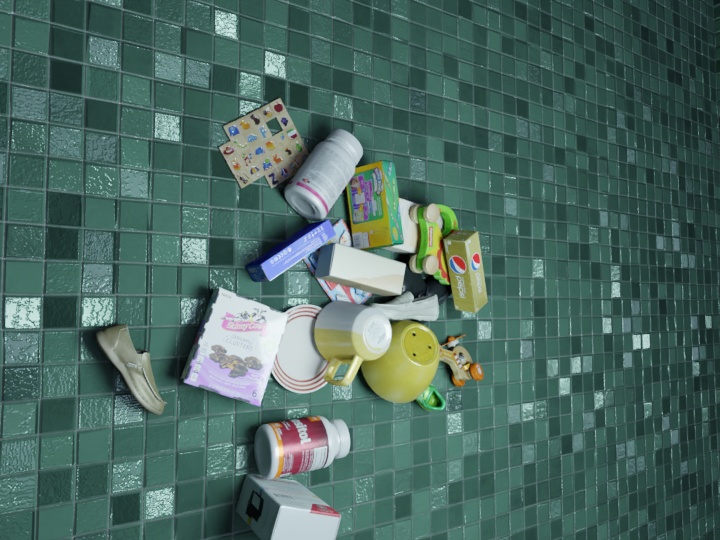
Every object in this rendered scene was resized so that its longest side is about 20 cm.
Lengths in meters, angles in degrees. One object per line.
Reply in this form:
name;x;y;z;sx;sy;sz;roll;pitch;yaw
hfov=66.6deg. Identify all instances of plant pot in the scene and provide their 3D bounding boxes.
plant pot;0.115;0.203;1.328;0.196;0.142;0.204;11;61;-20

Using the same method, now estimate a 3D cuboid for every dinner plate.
dinner plate;-0.130;0.182;1.280;0.197;0.024;0.205;2;86;-32

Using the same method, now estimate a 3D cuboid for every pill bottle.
pill bottle;-0.082;-0.226;1.283;0.113;0.113;0.202;42;67;-23
pill bottle;-0.127;0.387;1.218;0.197;0.112;0.116;0;87;-34

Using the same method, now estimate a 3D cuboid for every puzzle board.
puzzle board;-0.040;-0.002;1.354;0.151;0.017;0.202;-43;110;-27

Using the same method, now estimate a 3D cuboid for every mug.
mug;-0.005;0.163;1.261;0.147;0.152;0.191;-1;87;-37

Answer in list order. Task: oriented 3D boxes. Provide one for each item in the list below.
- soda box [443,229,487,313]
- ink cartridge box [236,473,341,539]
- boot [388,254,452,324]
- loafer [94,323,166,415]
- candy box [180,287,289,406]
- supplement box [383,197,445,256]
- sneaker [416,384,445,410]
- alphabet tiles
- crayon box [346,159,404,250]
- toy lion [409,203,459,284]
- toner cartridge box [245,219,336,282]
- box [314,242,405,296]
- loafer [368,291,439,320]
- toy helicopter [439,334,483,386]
soda box;0.269;0.003;1.393;0.064;0.067;0.204;-34;121;-39
ink cartridge box;-0.154;0.505;1.142;0.144;0.199;0.084;22;78;-29
boot;0.157;0.028;1.449;0.199;0.073;0.163;-48;113;-21
loafer;-0.429;0.189;1.054;0.067;0.076;0.202;-36;106;-22
candy box;-0.262;0.160;1.154;0.165;0.071;0.204;22;75;-20
supplement box;0.141;-0.104;1.443;0.197;0.073;0.129;14;83;-32
sneaker;0.148;0.301;1.419;0.199;0.083;0.075;36;70;-25
alphabet tiles;-0.220;-0.279;1.259;0.199;0.007;0.169;-37;107;-29
crayon box;0.033;-0.156;1.341;0.058;0.117;0.205;-6;89;-54
toy lion;0.215;-0.066;1.416;0.189;0.068;0.205;-1;93;-39
toner cartridge box;-0.155;-0.045;1.236;0.199;0.094;0.044;-37;106;-28
box;0.000;0.000;1.308;0.197;0.095;0.079;15;79;-25
loafer;0.108;0.086;1.359;0.196;0.070;0.071;3;90;-29
toy helicopter;0.249;0.229;1.487;0.198;0.078;0.135;26;48;-44
